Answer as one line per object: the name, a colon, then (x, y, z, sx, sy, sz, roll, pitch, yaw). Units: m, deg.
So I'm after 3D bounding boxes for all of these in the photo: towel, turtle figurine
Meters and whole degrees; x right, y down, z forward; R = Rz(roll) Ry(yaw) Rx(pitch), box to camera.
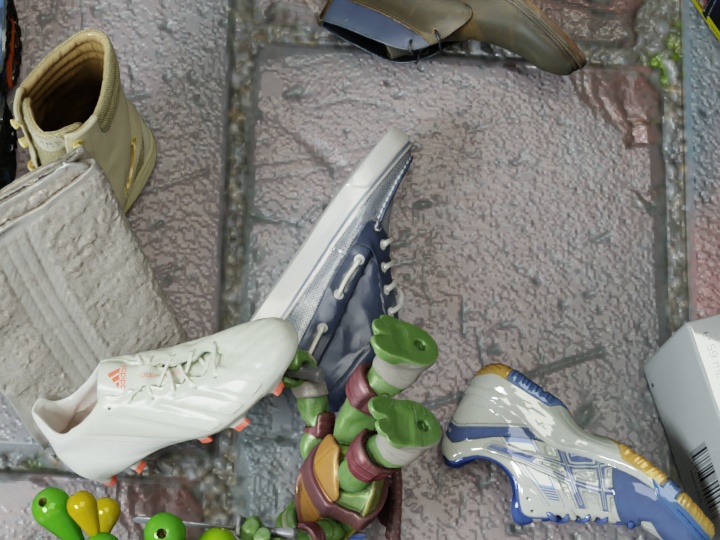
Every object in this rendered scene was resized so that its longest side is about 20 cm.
towel: (-0.199, 0.022, 1.365, 0.132, 0.200, 0.034, -33, 43, -10)
turtle figurine: (-0.043, 0.112, 1.341, 0.200, 0.194, 0.144, 44, 40, 2)

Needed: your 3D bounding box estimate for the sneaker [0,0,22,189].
sneaker: (-0.287, -0.112, 1.459, 0.078, 0.075, 0.201, -1, 65, 2)

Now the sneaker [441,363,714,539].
sneaker: (0.149, 0.151, 1.432, 0.200, 0.075, 0.088, 33, 83, 11)

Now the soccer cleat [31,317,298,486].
soccer cleat: (-0.129, 0.079, 1.341, 0.078, 0.200, 0.069, 45, 31, -29)

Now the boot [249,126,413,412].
boot: (0.000, 0.000, 1.460, 0.090, 0.073, 0.200, 35, 80, -3)

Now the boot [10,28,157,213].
boot: (-0.207, -0.050, 1.393, 0.073, 0.156, 0.201, 22, 69, 13)

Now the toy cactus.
toy cactus: (-0.136, 0.223, 1.316, 0.199, 0.165, 0.102, 23, 42, 7)

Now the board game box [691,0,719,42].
board game box: (0.362, -0.197, 1.566, 0.165, 0.057, 0.200, -30, 79, -13)

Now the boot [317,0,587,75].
boot: (0.065, -0.177, 1.523, 0.200, 0.075, 0.097, 34, 84, 11)

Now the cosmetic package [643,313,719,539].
cosmetic package: (0.334, 0.119, 1.431, 0.199, 0.123, 0.200, -14, 75, -12)
